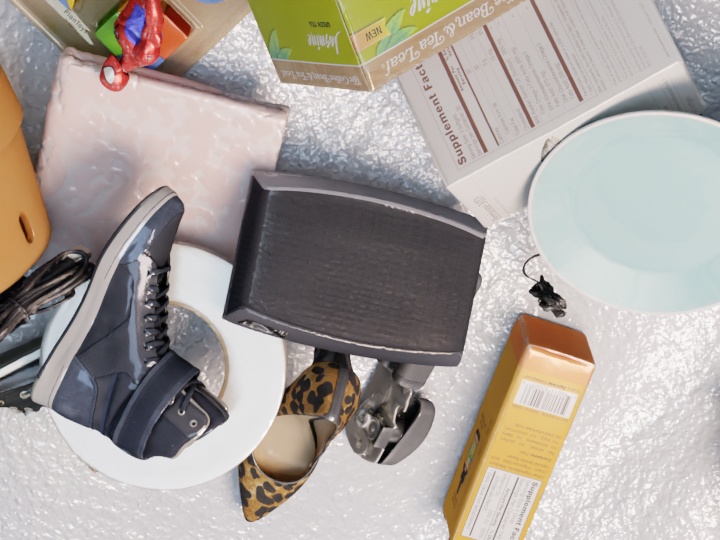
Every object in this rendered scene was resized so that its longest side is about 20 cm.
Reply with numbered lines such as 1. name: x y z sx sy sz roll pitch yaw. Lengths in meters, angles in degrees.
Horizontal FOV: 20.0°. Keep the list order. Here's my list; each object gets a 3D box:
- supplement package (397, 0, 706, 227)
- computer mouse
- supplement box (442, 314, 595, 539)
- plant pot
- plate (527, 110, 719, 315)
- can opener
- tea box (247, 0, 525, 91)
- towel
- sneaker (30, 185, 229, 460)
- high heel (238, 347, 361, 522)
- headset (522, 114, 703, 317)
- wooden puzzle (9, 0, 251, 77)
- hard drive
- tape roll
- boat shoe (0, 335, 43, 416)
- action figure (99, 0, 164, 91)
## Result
1. supplement package: 0.145 -0.140 1.567 0.199 0.117 0.118 -28 69 11
2. computer mouse: -0.302 0.025 1.626 0.138 0.200 0.053 -39 103 -26
3. supplement box: 0.132 0.144 1.730 0.068 0.067 0.201 18 111 -11
4. plant pot: -0.333 -0.053 1.585 0.199 0.200 0.141 -23 116 9
5. plate: 0.227 -0.047 1.553 0.199 0.026 0.201 6 133 6
6. can opener: 0.051 0.077 1.721 0.067 0.053 0.201 12 115 -40
7. tea box: 0.015 -0.262 1.487 0.200 0.133 0.198 -33 115 -25
8. towel: -0.167 -0.070 1.644 0.190 0.032 0.201 13 123 -7
9. sneaker: -0.149 0.050 1.580 0.146 0.077 0.203 31 104 10
10. high heel: -0.059 0.150 1.690 0.071 0.143 0.201 22 110 -10
11. headset: 0.202 -0.055 1.636 0.123 0.094 0.200 35 99 -13
12. wooden puzzle: -0.172 -0.244 1.585 0.200 0.046 0.185 -42 106 15
13. hard drive: 0.000 0.000 1.618 0.199 0.042 0.136 12 89 -13
14. tape roll: -0.158 0.077 1.646 0.201 0.037 0.204 0 95 1
15. boat shoe: -0.269 0.088 1.701 0.199 0.076 0.061 -28 103 11
16. action figure: -0.155 -0.226 1.534 0.051 0.065 0.201 10 112 -28
